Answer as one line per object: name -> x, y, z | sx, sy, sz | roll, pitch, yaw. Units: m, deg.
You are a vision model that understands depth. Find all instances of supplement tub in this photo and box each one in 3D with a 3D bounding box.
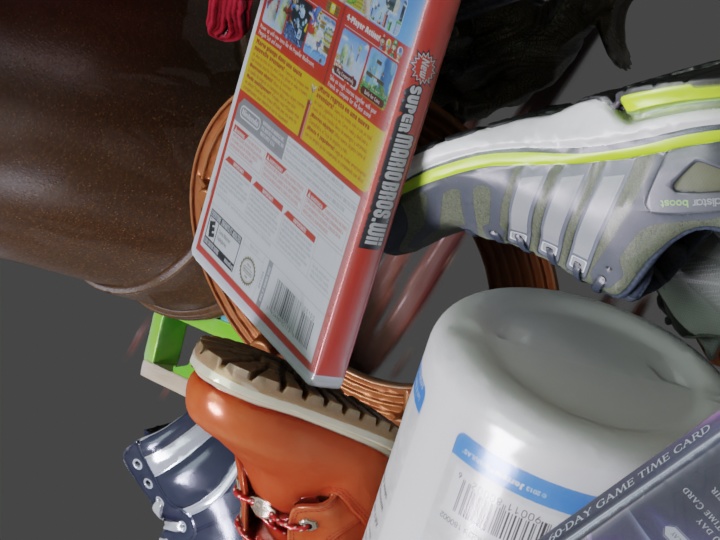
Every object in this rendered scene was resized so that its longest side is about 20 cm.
supplement tub -> 0.064, 0.121, 0.794 | 0.132, 0.132, 0.200 | 42, 126, 40

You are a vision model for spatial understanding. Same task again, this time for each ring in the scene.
ring -> 0.000, 0.000, 0.901 | 0.200, 0.019, 0.201 | 18, 127, 25

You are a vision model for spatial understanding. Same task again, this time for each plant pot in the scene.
plant pot -> -0.153, -0.084, 0.991 | 0.200, 0.198, 0.201 | -10, 76, 45

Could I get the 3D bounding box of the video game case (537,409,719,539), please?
video game case -> 0.140, 0.125, 0.713 | 0.200, 0.143, 0.019 | -38, 20, 18

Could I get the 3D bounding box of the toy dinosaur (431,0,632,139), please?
toy dinosaur -> 0.054, -0.100, 0.899 | 0.200, 0.102, 0.077 | -10, 94, 54

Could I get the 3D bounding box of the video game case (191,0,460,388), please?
video game case -> -0.015, -0.071, 0.808 | 0.143, 0.017, 0.201 | 43, 121, 56

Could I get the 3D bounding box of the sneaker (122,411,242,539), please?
sneaker -> -0.088, 0.150, 0.987 | 0.108, 0.070, 0.200 | 38, 106, 14

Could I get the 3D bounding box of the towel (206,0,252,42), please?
towel -> -0.031, -0.208, 0.870 | 0.145, 0.022, 0.201 | 132, 154, -80

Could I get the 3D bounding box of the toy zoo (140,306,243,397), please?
toy zoo -> -0.050, -0.022, 1.033 | 0.131, 0.020, 0.201 | 21, 99, 46

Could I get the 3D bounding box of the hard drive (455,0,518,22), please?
hard drive -> 0.054, -0.200, 0.818 | 0.135, 0.042, 0.201 | -8, 62, 59

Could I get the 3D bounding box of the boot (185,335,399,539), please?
boot -> -0.024, 0.102, 0.842 | 0.075, 0.200, 0.107 | 30, 82, 40

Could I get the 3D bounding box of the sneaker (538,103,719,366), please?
sneaker -> 0.136, -0.012, 0.808 | 0.200, 0.074, 0.080 | 39, 116, 41

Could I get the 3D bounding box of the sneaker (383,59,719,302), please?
sneaker -> 0.083, -0.024, 0.763 | 0.200, 0.074, 0.081 | -13, 93, 42
